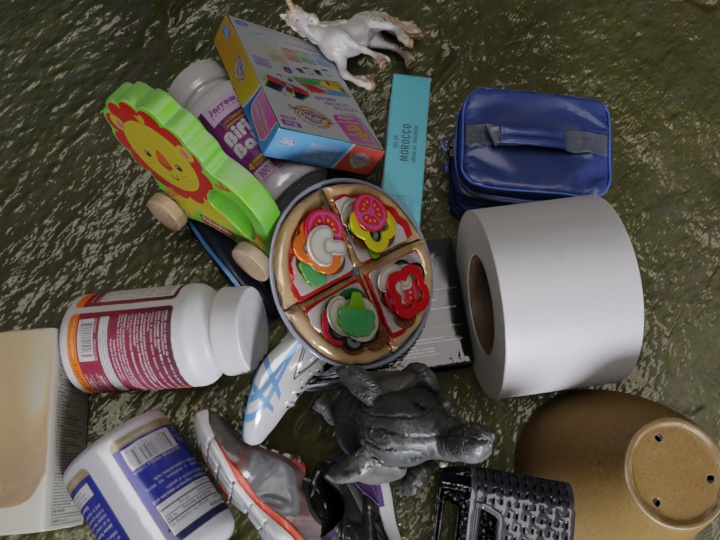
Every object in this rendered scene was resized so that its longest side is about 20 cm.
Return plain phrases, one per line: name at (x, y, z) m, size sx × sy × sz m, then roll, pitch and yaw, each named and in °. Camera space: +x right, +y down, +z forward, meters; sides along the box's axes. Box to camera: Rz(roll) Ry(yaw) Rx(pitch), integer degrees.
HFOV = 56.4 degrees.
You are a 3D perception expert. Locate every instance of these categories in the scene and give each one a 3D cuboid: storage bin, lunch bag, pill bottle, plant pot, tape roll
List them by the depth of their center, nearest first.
storage bin at (0.126, 0.265, 0.645) m, size 0.093 × 0.200 × 0.137 m, roll 9°, pitch 73°, yaw 2°
plant pot at (0.270, 0.203, 0.669) m, size 0.184 × 0.200 × 0.189 m, roll 1°, pitch 74°, yaw -2°
pill bottle at (-0.199, 0.258, 0.683) m, size 0.119 × 0.120 × 0.201 m, roll -36°, pitch 77°, yaw -11°
tape roll at (0.192, 0.027, 0.719) m, size 0.137 × 0.203 × 0.205 m, roll -7°, pitch 74°, yaw -3°
pill bottle at (-0.207, 0.072, 0.723) m, size 0.197 × 0.110 × 0.111 m, roll -5°, pitch 73°, yaw 11°
lunch bag at (0.192, -0.136, 0.801) m, size 0.197 × 0.132 × 0.138 m, roll 4°, pitch 72°, yaw -1°
pill bottle at (-0.141, -0.156, 0.811) m, size 0.112 × 0.112 × 0.200 m, roll -40°, pitch 79°, yaw -12°

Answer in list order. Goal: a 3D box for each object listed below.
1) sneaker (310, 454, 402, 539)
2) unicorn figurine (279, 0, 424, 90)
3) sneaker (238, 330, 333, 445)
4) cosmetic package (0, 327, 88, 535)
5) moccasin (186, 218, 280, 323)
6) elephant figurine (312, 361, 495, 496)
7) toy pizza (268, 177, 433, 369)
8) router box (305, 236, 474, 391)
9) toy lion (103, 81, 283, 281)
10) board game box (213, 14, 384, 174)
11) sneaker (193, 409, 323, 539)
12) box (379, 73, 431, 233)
sneaker at (-0.001, 0.287, 0.675) m, size 0.087 × 0.076 × 0.201 m, roll 11°, pitch 46°, yaw -43°
unicorn figurine at (-0.011, -0.298, 0.859) m, size 0.137 × 0.074 × 0.200 m, roll 40°, pitch 34°, yaw 14°
sneaker at (-0.061, 0.098, 0.707) m, size 0.072 × 0.072 × 0.201 m, roll 29°, pitch 81°, yaw 11°
cosmetic package at (-0.343, 0.171, 0.714) m, size 0.070 × 0.105 × 0.202 m, roll -4°, pitch 72°, yaw -2°
moccasin at (-0.146, -0.032, 0.791) m, size 0.068 × 0.081 × 0.201 m, roll -36°, pitch 78°, yaw -12°
elephant figurine at (0.029, 0.143, 0.632) m, size 0.154 × 0.200 × 0.142 m, roll -35°, pitch 75°, yaw 3°
toy pizza at (0.000, 0.000, 0.695) m, size 0.198 × 0.032 × 0.203 m, roll 6°, pitch 77°, yaw -30°
router box at (0.022, 0.051, 0.780) m, size 0.197 × 0.051 × 0.151 m, roll -8°, pitch 74°, yaw 0°
toy lion at (-0.168, -0.098, 0.685) m, size 0.199 × 0.192 × 0.069 m, roll 29°, pitch 65°, yaw 18°
board game box at (-0.074, -0.207, 0.795) m, size 0.152 × 0.040 × 0.201 m, roll 4°, pitch 49°, yaw -40°
sneaker at (-0.103, 0.224, 0.731) m, size 0.082 × 0.077 × 0.200 m, roll -36°, pitch 82°, yaw -31°
box at (0.051, -0.130, 0.824) m, size 0.049 × 0.082 × 0.202 m, roll 6°, pitch 74°, yaw -1°
